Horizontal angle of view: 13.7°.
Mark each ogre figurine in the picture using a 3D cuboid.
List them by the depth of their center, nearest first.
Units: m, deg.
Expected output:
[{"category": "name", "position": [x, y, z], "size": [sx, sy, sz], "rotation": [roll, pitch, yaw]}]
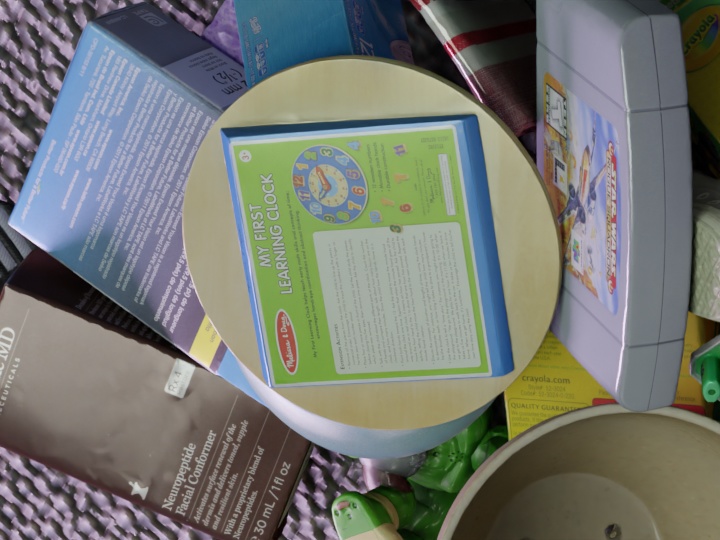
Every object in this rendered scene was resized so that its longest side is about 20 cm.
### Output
[{"category": "ogre figurine", "position": [0.033, 0.099, 1.665], "size": [0.098, 0.120, 0.200], "rotation": [5, 109, 29]}]

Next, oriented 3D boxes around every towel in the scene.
[{"category": "towel", "position": [0.041, -0.156, 1.561], "size": [0.023, 0.144, 0.200], "rotation": [-37, 85, 20]}]

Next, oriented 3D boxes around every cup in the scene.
[{"category": "cup", "position": [0.122, 0.161, 1.536], "size": [0.200, 0.143, 0.201], "rotation": [0, 92, -9]}]

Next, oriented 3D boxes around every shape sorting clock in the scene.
[{"category": "shape sorting clock", "position": [0.005, -0.013, 1.513], "size": [0.200, 0.039, 0.200], "rotation": [5, 112, 12]}]

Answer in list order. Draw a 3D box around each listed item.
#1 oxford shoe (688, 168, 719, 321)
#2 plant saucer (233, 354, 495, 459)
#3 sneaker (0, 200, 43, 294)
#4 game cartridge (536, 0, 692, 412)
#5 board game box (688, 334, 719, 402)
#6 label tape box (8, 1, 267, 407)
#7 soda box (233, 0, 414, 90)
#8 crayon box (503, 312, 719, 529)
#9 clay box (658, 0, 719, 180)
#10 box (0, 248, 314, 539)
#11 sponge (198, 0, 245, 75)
[{"category": "oxford shoe", "position": [0.165, -0.019, 1.480], "size": [0.200, 0.058, 0.075], "rotation": [-146, 46, -67]}, {"category": "plant saucer", "position": [0.000, 0.000, 1.578], "size": [0.200, 0.027, 0.200], "rotation": [0, 91, 32]}, {"category": "sneaker", "position": [-0.189, 0.043, 1.833], "size": [0.200, 0.074, 0.088], "rotation": [60, 161, -10]}, {"category": "game cartridge", "position": [0.122, -0.040, 1.454], "size": [0.041, 0.133, 0.200], "rotation": [-6, 111, -11]}, {"category": "board game box", "position": [0.298, 0.059, 1.465], "size": [0.200, 0.026, 0.200], "rotation": [-35, 119, 26]}, {"category": "label tape box", "position": [-0.087, -0.037, 1.692], "size": [0.200, 0.066, 0.143], "rotation": [34, 119, 15]}, {"category": "soda box", "position": [-0.025, -0.160, 1.580], "size": [0.068, 0.064, 0.200], "rotation": [-29, 52, 25]}, {"category": "crayon box", "position": [0.140, 0.037, 1.619], "size": [0.127, 0.051, 0.200], "rotation": [4, 108, 31]}, {"category": "clay box", "position": [0.222, -0.087, 1.493], "size": [0.115, 0.048, 0.200], "rotation": [-37, 85, -8]}, {"category": "box", "position": [-0.123, 0.076, 1.739], "size": [0.200, 0.075, 0.100], "rotation": [22, 109, 3]}, {"category": "sponge", "position": [-0.075, -0.062, 1.734], "size": [0.112, 0.030, 0.200], "rotation": [45, 123, 11]}]
